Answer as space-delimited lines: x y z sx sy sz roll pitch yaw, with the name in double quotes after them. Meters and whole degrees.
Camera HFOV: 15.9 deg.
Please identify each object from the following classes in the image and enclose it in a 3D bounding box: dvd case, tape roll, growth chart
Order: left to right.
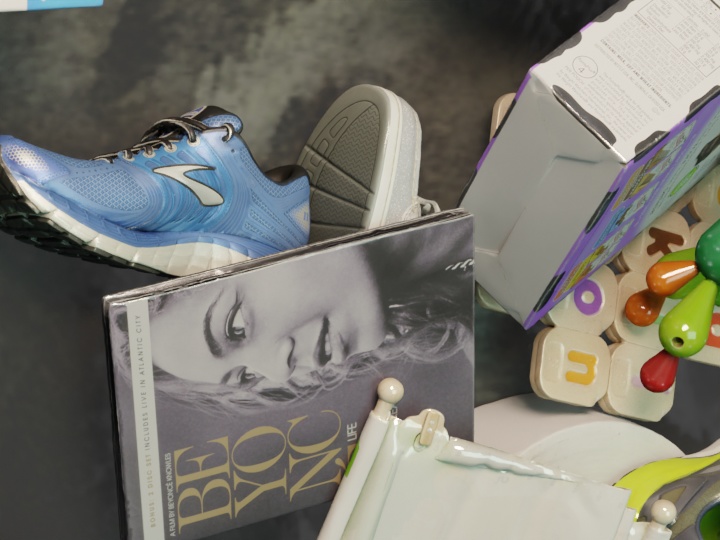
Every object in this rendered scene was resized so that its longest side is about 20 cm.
-0.032 0.057 1.307 0.199 0.016 0.149 -14 121 -22 "dvd case"
0.068 0.152 1.362 0.200 0.018 0.145 22 108 -18 "growth chart"
0.107 0.174 1.462 0.202 0.071 0.203 -8 105 -31 "tape roll"

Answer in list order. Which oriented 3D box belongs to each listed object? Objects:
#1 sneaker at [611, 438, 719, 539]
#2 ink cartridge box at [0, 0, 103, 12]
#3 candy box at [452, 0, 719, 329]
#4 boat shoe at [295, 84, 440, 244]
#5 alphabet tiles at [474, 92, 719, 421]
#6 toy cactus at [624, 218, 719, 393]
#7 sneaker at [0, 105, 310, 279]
0.229 0.122 1.436 0.200 0.081 0.074 -30 115 -25 "sneaker"
-0.228 -0.150 1.146 0.199 0.116 0.068 -7 104 -31 "ink cartridge box"
0.149 -0.084 1.337 0.072 0.168 0.200 45 58 12 "candy box"
0.001 0.001 1.357 0.065 0.074 0.203 -2 106 -38 "boat shoe"
0.143 -0.020 1.443 0.195 0.015 0.201 13 79 -34 "alphabet tiles"
0.224 -0.029 1.404 0.200 0.102 0.165 -36 153 -36 "toy cactus"
-0.105 -0.043 1.283 0.200 0.078 0.089 14 87 -42 "sneaker"
